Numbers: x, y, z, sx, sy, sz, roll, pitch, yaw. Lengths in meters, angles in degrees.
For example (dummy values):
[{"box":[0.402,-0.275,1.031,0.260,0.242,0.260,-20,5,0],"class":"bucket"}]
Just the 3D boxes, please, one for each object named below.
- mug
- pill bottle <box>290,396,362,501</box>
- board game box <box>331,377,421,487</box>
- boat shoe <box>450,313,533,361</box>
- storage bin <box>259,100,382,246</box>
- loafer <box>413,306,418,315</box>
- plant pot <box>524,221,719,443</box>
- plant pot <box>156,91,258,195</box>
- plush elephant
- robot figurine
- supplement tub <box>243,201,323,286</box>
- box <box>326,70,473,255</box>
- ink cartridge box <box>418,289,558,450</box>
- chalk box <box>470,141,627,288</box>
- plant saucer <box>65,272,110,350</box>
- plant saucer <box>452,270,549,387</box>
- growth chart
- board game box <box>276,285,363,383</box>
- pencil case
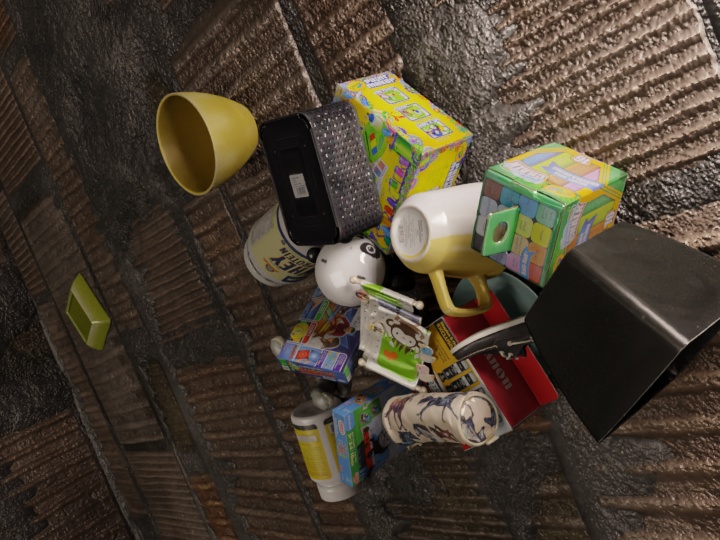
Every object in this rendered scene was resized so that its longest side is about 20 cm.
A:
[{"box":[0.136,-0.044,1.152,0.187,0.153,0.150,53,129,32],"class":"mug"},{"box":[-0.068,0.380,1.678,0.114,0.114,0.201,-3,107,49],"class":"pill bottle"},{"box":[0.038,0.278,1.433,0.037,0.200,0.152,16,122,42],"class":"board game box"},{"box":[0.227,0.096,1.134,0.200,0.074,0.060,-25,84,13],"class":"boat shoe"},{"box":[-0.062,-0.147,1.212,0.135,0.094,0.201,0,108,50],"class":"storage bin"},{"box":[0.071,0.117,1.372,0.072,0.073,0.200,3,138,21],"class":"loafer"},{"box":[0.328,0.058,0.984,0.177,0.200,0.200,45,138,24],"class":"plant pot"},{"box":[-0.288,-0.264,1.559,0.200,0.142,0.201,25,126,38],"class":"plant pot"},{"box":[-0.035,0.143,1.494,0.155,0.200,0.165,-44,76,26],"class":"plush elephant"},{"box":[0.002,-0.001,1.323,0.150,0.200,0.125,-23,81,17],"class":"robot figurine"},{"box":[-0.124,-0.060,1.480,0.200,0.145,0.145,-34,83,52],"class":"supplement tub"},{"box":[0.043,-0.172,1.247,0.193,0.122,0.200,43,137,25],"class":"box"},{"box":[0.183,0.157,1.234,0.200,0.084,0.176,58,142,9],"class":"ink cartridge box"},{"box":[0.232,-0.070,1.023,0.124,0.200,0.125,32,132,33],"class":"chalk box"},{"box":[-0.889,0.143,2.540,0.200,0.048,0.200,52,140,15],"class":"plant saucer"},{"box":[0.232,0.086,1.238,0.201,0.039,0.202,26,128,39],"class":"plant saucer"},{"box":[0.052,0.105,1.238,0.144,0.018,0.200,17,131,24],"class":"growth chart"},{"box":[-0.045,0.101,1.411,0.135,0.200,0.035,9,141,26],"class":"board game box"},{"box":[0.123,0.232,1.215,0.200,0.078,0.090,-16,113,54],"class":"pencil case"}]
